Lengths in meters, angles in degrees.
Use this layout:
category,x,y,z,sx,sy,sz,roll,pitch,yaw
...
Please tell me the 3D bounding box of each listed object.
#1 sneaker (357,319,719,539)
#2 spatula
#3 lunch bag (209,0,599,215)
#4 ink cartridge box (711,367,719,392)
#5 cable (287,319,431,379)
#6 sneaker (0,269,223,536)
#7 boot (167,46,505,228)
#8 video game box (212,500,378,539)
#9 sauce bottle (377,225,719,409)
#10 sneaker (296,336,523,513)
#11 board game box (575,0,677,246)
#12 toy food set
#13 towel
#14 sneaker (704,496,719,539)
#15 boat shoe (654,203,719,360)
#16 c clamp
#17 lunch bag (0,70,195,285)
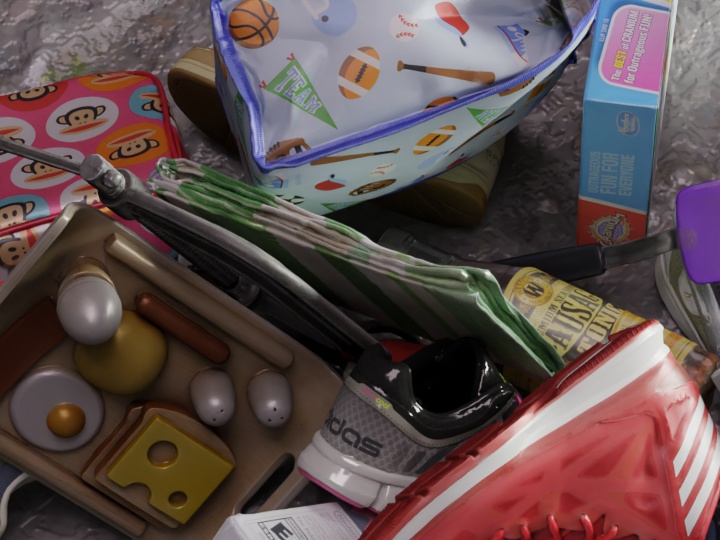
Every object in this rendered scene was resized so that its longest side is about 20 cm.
category,x,y,z,sx,sy,sz,roll,pitch,yaw
sneaker,0.098,0.122,1.271,0.200,0.078,0.116,-36,91,-10
spatula,0.144,-0.010,1.434,0.199,0.021,0.057,-13,81,32
lunch bag,0.025,-0.113,1.389,0.199,0.170,0.124,-17,83,-3
ink cartridge box,0.299,0.094,1.332,0.145,0.083,0.200,-31,83,-16
cable,-0.030,0.044,1.411,0.199,0.050,0.097,23,55,-12
sneaker,-0.142,0.077,1.426,0.200,0.067,0.090,-26,79,-22
boot,0.003,-0.125,1.525,0.199,0.073,0.156,19,66,10
video game box,0.040,0.196,1.288,0.182,0.047,0.200,-5,47,-47
sauce bottle,0.096,0.035,1.426,0.199,0.066,0.066,24,63,14
sneaker,0.066,0.080,1.349,0.199,0.088,0.074,8,20,-32
board game box,0.155,-0.132,1.478,0.040,0.153,0.201,7,59,7
toy food set,-0.117,0.072,1.333,0.144,0.200,0.060,-49,24,14
towel,0.000,0.000,1.363,0.199,0.153,0.023,19,78,26
sneaker,0.165,0.190,1.330,0.074,0.087,0.200,-8,40,1
boat shoe,0.227,0.044,1.417,0.074,0.065,0.202,-24,61,-11
c clamp,-0.073,-0.009,1.341,0.171,0.200,0.027,21,79,39
lunch bag,-0.187,-0.029,1.440,0.199,0.082,0.176,-15,31,-2
